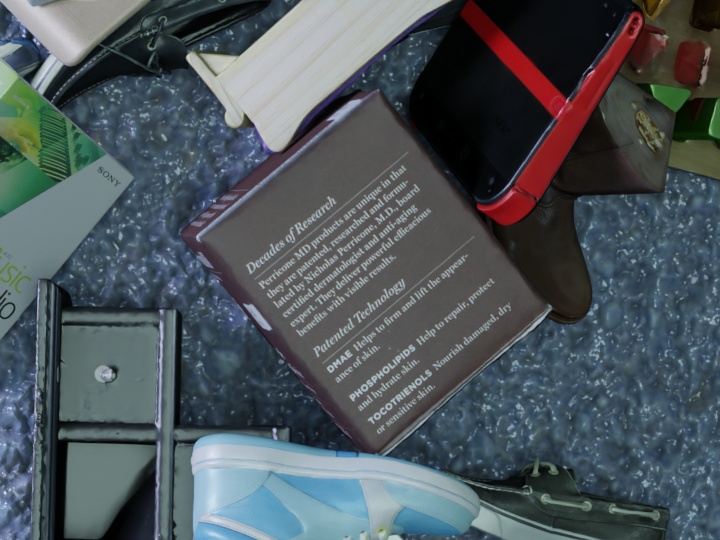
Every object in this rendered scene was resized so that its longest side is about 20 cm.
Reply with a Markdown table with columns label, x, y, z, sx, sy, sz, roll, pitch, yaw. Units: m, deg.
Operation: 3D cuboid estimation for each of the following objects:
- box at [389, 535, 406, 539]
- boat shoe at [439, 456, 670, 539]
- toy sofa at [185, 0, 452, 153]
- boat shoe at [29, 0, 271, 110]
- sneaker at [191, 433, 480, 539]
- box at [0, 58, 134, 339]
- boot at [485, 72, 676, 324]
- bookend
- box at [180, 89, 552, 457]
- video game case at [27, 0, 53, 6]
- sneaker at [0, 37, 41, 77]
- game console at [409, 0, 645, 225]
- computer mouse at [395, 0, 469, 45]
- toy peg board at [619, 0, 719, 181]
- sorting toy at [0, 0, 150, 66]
| label | x | y | z | sx | sy | sz | roll | pitch | yaw |
| --- | --- | --- | --- | --- | --- | --- | --- | --- | --- |
| box | -0.036 | 0.271 | 1.666 | 0.200 | 0.041 | 0.156 | -44 | 97 | -5 |
| boat shoe | 0.135 | 0.173 | 1.675 | 0.199 | 0.071 | 0.064 | 18 | 91 | -17 |
| toy sofa | -0.016 | -0.175 | 1.593 | 0.200 | 0.083 | 0.098 | -41 | 85 | 14 |
| boat shoe | -0.150 | -0.167 | 1.613 | 0.200 | 0.075 | 0.062 | -34 | 85 | -10 |
| sneaker | -0.023 | 0.189 | 1.515 | 0.199 | 0.080 | 0.131 | 9 | 70 | -2 |
| box | -0.268 | -0.031 | 1.581 | 0.200 | 0.036 | 0.144 | -52 | 138 | -4 |
| boot | 0.165 | -0.049 | 1.594 | 0.064 | 0.200 | 0.187 | -42 | 107 | -31 |
| bookend | -0.130 | 0.111 | 1.599 | 0.199 | 0.092 | 0.200 | 2 | 85 | -2 |
| box | 0.000 | 0.000 | 1.595 | 0.164 | 0.166 | 0.200 | -40 | 97 | -5 |
| video game case | -0.152 | -0.276 | 1.564 | 0.199 | 0.018 | 0.144 | -17 | 71 | 2 |
| sneaker | -0.301 | -0.090 | 1.599 | 0.200 | 0.077 | 0.085 | -35 | 96 | 5 |
| game console | 0.112 | -0.140 | 1.570 | 0.031 | 0.200 | 0.177 | 26 | 106 | -30 |
| computer mouse | 0.051 | -0.244 | 1.652 | 0.199 | 0.046 | 0.141 | -16 | 96 | -7 |
| toy peg board | 0.239 | -0.178 | 1.645 | 0.199 | 0.098 | 0.200 | 13 | 91 | -16 |
| sorting toy | -0.187 | -0.263 | 1.593 | 0.200 | 0.036 | 0.185 | -43 | 71 | -7 |
